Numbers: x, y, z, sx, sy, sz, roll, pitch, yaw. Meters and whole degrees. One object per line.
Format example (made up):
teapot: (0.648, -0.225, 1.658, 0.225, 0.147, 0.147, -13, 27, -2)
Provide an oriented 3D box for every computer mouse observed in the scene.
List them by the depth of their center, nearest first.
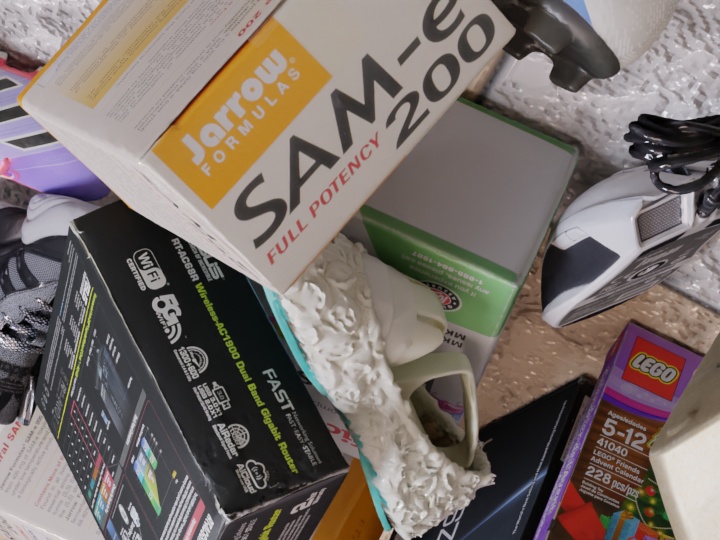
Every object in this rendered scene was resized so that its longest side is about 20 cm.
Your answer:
computer mouse: (0.121, -0.030, 0.844, 0.044, 0.109, 0.200, 63, 154, 11)

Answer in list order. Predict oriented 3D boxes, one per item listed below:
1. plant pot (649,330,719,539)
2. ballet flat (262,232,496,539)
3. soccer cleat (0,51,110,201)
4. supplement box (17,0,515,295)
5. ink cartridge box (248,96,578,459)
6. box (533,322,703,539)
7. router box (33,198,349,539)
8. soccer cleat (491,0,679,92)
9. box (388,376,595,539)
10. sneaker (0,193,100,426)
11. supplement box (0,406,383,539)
plant pot: (0.228, 0.081, 0.791, 0.199, 0.200, 0.177, -37, 95, 33)
ballet flat: (0.012, 0.039, 0.879, 0.071, 0.072, 0.200, 7, 144, 27)
soccer cleat: (-0.211, -0.083, 0.994, 0.200, 0.077, 0.067, 36, 146, -14)
supplement box: (-0.043, -0.075, 0.764, 0.074, 0.126, 0.200, 44, 174, -22)
ink cartridge box: (0.000, 0.000, 0.955, 0.145, 0.088, 0.200, 24, 148, 3)
box: (0.187, 0.127, 0.954, 0.199, 0.137, 0.039, 25, 148, 1)
router box: (-0.083, 0.072, 0.929, 0.150, 0.062, 0.200, 61, 156, 18)
soccer cleat: (0.040, -0.145, 0.758, 0.200, 0.086, 0.070, 38, 173, 24)
box: (0.054, 0.165, 1.039, 0.043, 0.201, 0.160, 35, 147, -14)
sneaker: (-0.162, 0.024, 1.041, 0.075, 0.115, 0.199, 19, 171, -38)
supplement box: (-0.092, 0.116, 1.101, 0.199, 0.126, 0.074, 22, 160, 19)
